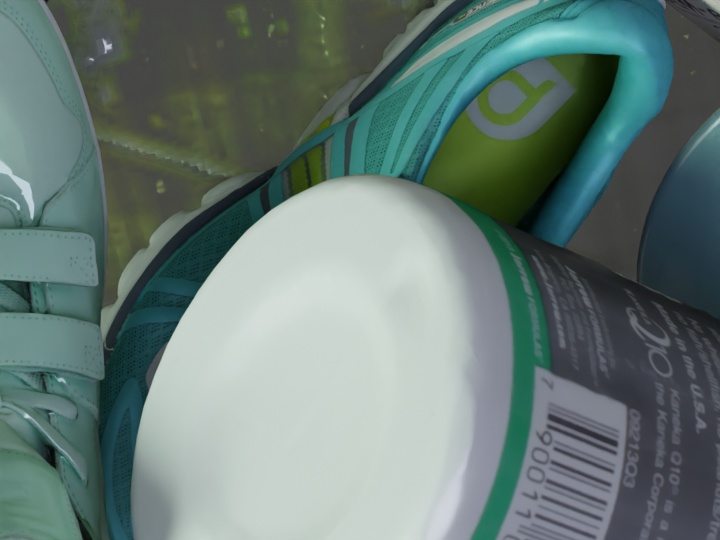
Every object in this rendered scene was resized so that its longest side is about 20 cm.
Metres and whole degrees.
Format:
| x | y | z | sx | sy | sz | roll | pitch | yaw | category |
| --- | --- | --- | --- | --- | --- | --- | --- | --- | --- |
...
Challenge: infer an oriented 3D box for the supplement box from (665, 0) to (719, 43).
| x | y | z | sx | sy | sz | roll | pitch | yaw | category |
| --- | --- | --- | --- | --- | --- | --- | --- | --- | --- |
| 0.185 | -0.066 | 0.753 | 0.200 | 0.074 | 0.126 | 35 | 94 | -16 | supplement box |

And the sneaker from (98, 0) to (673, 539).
| x | y | z | sx | sy | sz | roll | pitch | yaw | category |
| --- | --- | --- | --- | --- | --- | --- | --- | --- | --- |
| 0.000 | 0.000 | 0.730 | 0.077 | 0.080 | 0.200 | 39 | 94 | -16 | sneaker |

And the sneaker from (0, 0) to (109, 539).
| x | y | z | sx | sy | sz | roll | pitch | yaw | category |
| --- | --- | --- | --- | --- | --- | --- | --- | --- | --- |
| -0.078 | 0.025 | 0.668 | 0.074 | 0.118 | 0.201 | -4 | 99 | -21 | sneaker |

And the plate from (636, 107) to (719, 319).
| x | y | z | sx | sy | sz | roll | pitch | yaw | category |
| --- | --- | --- | --- | --- | --- | --- | --- | --- | --- |
| 0.165 | 0.021 | 0.734 | 0.200 | 0.026 | 0.200 | 9 | 135 | 9 | plate |

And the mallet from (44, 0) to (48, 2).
| x | y | z | sx | sy | sz | roll | pitch | yaw | category |
| --- | --- | --- | --- | --- | --- | --- | --- | --- | --- |
| -0.104 | -0.011 | 0.732 | 0.066 | 0.041 | 0.200 | 34 | 90 | -17 | mallet |

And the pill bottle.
| x | y | z | sx | sy | sz | roll | pitch | yaw | category |
| --- | --- | --- | --- | --- | --- | --- | --- | --- | --- |
| 0.057 | 0.062 | 0.674 | 0.200 | 0.113 | 0.113 | 24 | 98 | -37 | pill bottle |
